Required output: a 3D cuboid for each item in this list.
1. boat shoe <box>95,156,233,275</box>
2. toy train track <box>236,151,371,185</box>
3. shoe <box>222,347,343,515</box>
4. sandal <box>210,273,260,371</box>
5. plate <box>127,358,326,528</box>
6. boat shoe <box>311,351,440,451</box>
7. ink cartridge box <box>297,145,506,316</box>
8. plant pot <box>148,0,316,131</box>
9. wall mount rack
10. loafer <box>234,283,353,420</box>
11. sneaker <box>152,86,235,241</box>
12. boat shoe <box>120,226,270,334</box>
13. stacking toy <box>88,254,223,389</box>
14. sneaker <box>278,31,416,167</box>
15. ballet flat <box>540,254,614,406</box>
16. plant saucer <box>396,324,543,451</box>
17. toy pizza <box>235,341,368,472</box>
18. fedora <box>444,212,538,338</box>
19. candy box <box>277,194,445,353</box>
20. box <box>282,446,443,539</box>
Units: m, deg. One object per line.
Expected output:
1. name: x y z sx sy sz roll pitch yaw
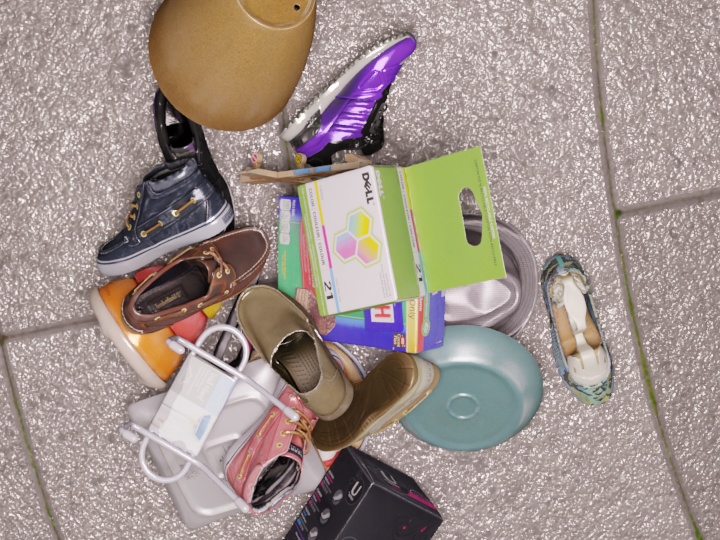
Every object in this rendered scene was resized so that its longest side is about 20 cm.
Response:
1. boat shoe: -0.249 -0.066 1.356 0.198 0.071 0.092 -21 116 25
2. toy train track: -0.067 -0.125 1.345 0.198 0.114 0.033 -2 85 42
3. shoe: -0.077 0.188 1.335 0.071 0.091 0.201 39 90 -32
4. sandal: -0.142 0.066 1.410 0.044 0.075 0.203 23 94 -7
5. plate: -0.161 0.222 1.410 0.197 0.032 0.202 -18 116 6
6. boat shoe: 0.018 0.163 1.372 0.199 0.066 0.075 -35 58 40
7. ink cartridge box: 0.042 -0.043 1.236 0.198 0.075 0.151 -13 86 33
8. plant pot: -0.123 -0.271 1.267 0.183 0.200 0.190 4 79 -22
9. wall mount rack: -0.169 0.170 1.299 0.172 0.075 0.202 29 93 0
10. loafer: -0.080 0.081 1.311 0.076 0.068 0.200 -43 60 -3
11. sneaker: -0.206 -0.123 1.372 0.075 0.088 0.203 -19 99 1
12. boat shoe: -0.180 0.009 1.306 0.199 0.070 0.071 -36 85 -25
13. stacking toy: -0.210 0.031 1.376 0.199 0.146 0.147 -37 98 -5
14. sneaker: 0.005 -0.195 1.382 0.199 0.070 0.100 -40 99 12
15. ballet flat: 0.270 0.081 1.428 0.073 0.074 0.203 -21 98 1
16. plant saucer: 0.125 0.156 1.403 0.196 0.036 0.203 3 126 4
17. toy pizza: -0.080 0.177 1.447 0.196 0.032 0.204 0 98 -2
18. fedora: 0.129 0.023 1.402 0.196 0.090 0.180 6 98 -3
19. candy box: 0.000 0.000 1.357 0.197 0.077 0.172 6 99 30
20. box: -0.011 0.340 1.419 0.121 0.106 0.202 30 96 -27
